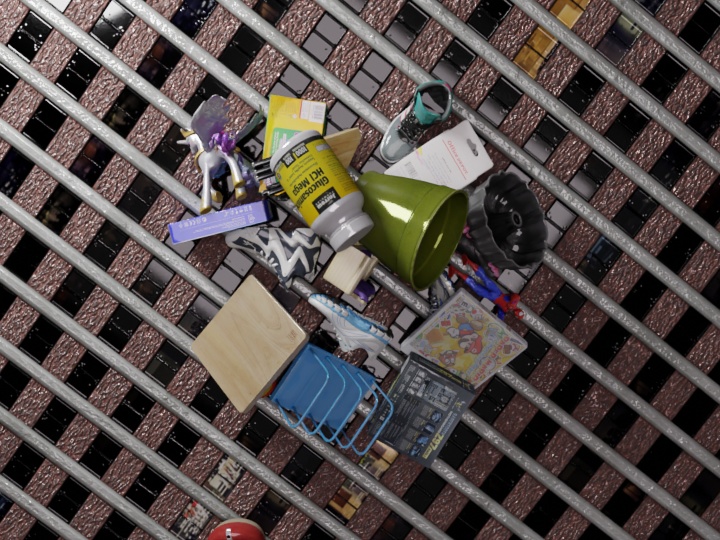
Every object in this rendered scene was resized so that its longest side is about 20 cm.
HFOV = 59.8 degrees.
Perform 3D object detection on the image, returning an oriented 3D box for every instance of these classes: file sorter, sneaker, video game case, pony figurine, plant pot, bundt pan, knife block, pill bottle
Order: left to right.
[{"bbox_3d":[-0.279,-0.240,1.246,0.192,0.166,0.203,-31,73,26],"label":"pony figurine"},{"bbox_3d":[-0.181,-0.020,1.297,0.195,0.079,0.132,0,86,-10],"label":"sneaker"},{"bbox_3d":[-0.113,-0.220,1.215,0.174,0.064,0.203,27,86,-26],"label":"knife block"},{"bbox_3d":[-0.065,-0.138,1.113,0.112,0.112,0.201,-36,83,3],"label":"pill bottle"},{"bbox_3d":[-0.052,0.264,1.257,0.199,0.123,0.140,32,94,-35],"label":"file sorter"},{"bbox_3d":[-0.033,0.122,1.315,0.198,0.075,0.087,32,100,-2],"label":"sneaker"},{"bbox_3d":[0.074,-0.095,1.189,0.191,0.200,0.203,29,95,24],"label":"plant pot"},{"bbox_3d":[0.116,-0.302,1.254,0.083,0.121,0.201,39,94,-3],"label":"sneaker"},{"bbox_3d":[0.172,0.078,1.307,0.084,0.077,0.202,-25,97,8],"label":"sneaker"},{"bbox_3d":[0.209,0.155,1.288,0.181,0.023,0.200,38,121,-8],"label":"video game case"},{"bbox_3d":[0.219,-0.058,1.308,0.095,0.079,0.201,-29,109,38],"label":"sneaker"},{"bbox_3d":[0.287,-0.092,1.257,0.199,0.075,0.206,13,68,-35],"label":"bundt pan"}]

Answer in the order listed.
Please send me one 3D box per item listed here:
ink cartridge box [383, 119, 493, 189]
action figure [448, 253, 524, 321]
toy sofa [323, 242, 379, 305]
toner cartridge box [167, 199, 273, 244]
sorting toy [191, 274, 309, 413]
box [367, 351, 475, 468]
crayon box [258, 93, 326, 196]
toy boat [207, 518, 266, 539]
[{"bbox_3d":[0.159,-0.206,1.288,0.198,0.067,0.118,-32,95,4],"label":"ink cartridge box"},{"bbox_3d":[0.269,0.061,1.279,0.199,0.100,0.065,33,124,-24],"label":"action figure"},{"bbox_3d":[0.000,0.000,1.239,0.097,0.200,0.084,33,96,5],"label":"toy sofa"},{"bbox_3d":[-0.283,-0.101,1.284,0.196,0.095,0.044,-14,97,2],"label":"toner cartridge box"},{"bbox_3d":[-0.216,0.152,1.280,0.199,0.070,0.200,-49,60,2],"label":"sorting toy"},{"bbox_3d":[0.126,0.295,1.320,0.156,0.051,0.202,28,107,-1],"label":"box"},{"bbox_3d":[-0.138,-0.249,1.290,0.116,0.058,0.204,8,95,0],"label":"crayon box"},{"bbox_3d":[-0.262,0.637,1.325,0.128,0.131,0.204,-9,95,0],"label":"toy boat"}]
